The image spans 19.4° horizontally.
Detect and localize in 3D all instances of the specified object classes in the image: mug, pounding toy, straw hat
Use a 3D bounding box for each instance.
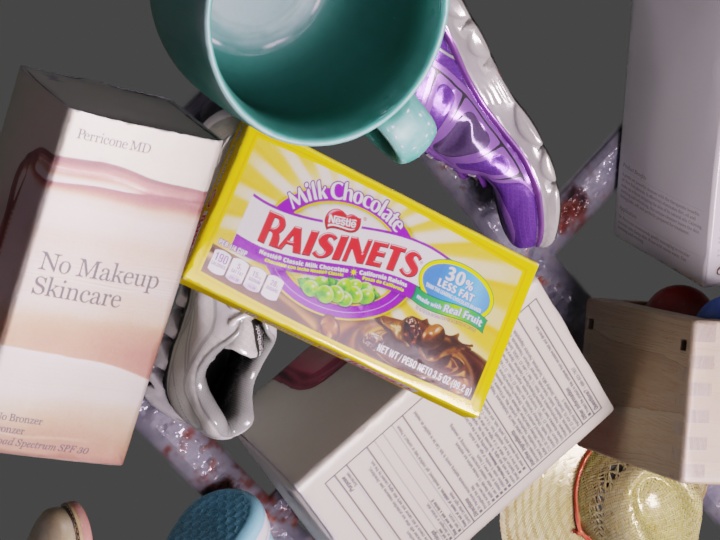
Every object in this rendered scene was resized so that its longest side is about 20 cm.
[{"bbox_3d":[-0.041,-0.144,1.177,0.151,0.114,0.186,-14,117,-24],"label":"mug"},{"bbox_3d":[0.261,0.057,1.379,0.199,0.184,0.143,3,93,-19],"label":"pounding toy"},{"bbox_3d":[0.194,0.161,1.467,0.200,0.085,0.202,-12,116,-26],"label":"straw hat"}]

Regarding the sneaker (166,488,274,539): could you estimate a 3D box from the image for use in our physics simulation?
[{"bbox_3d":[-0.096,0.250,1.306,0.200,0.079,0.131,-56,136,-32],"label":"sneaker"}]

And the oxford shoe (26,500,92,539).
[{"bbox_3d":[-0.215,0.230,1.266,0.073,0.071,0.201,12,104,-31],"label":"oxford shoe"}]

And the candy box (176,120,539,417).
[{"bbox_3d":[0.000,0.000,1.222,0.199,0.026,0.103,26,78,-17],"label":"candy box"}]

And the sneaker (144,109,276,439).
[{"bbox_3d":[-0.075,0.005,1.245,0.075,0.081,0.201,0,109,-29],"label":"sneaker"}]

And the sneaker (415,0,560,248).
[{"bbox_3d":[0.057,-0.092,1.297,0.083,0.081,0.201,-32,115,2],"label":"sneaker"}]

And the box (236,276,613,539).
[{"bbox_3d":[0.038,0.091,1.330,0.200,0.109,0.128,-40,125,-9],"label":"box"}]

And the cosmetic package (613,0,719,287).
[{"bbox_3d":[0.231,-0.104,1.362,0.084,0.108,0.201,-9,116,-27],"label":"cosmetic package"}]

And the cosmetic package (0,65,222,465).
[{"bbox_3d":[-0.162,-0.001,1.185,0.103,0.087,0.201,9,106,-31],"label":"cosmetic package"}]
